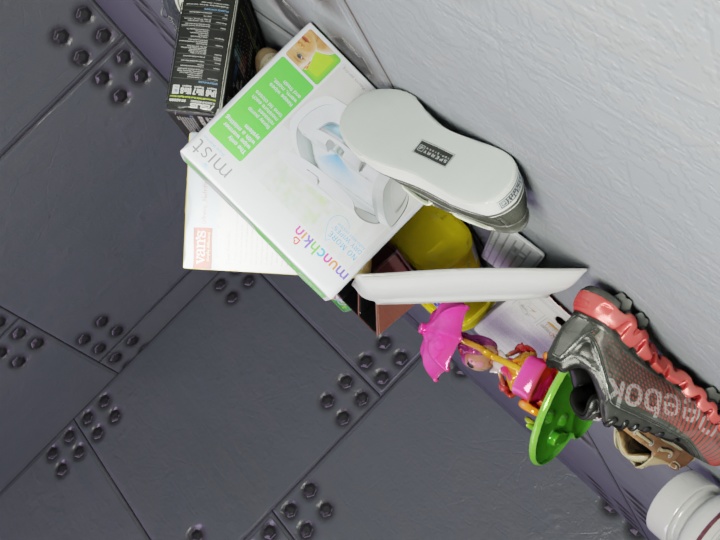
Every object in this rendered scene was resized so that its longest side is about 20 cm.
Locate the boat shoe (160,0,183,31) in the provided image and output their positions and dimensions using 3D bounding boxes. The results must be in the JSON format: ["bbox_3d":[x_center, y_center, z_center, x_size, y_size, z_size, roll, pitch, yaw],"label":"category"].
[{"bbox_3d":[-0.197,-0.314,1.012,0.062,0.075,0.200,49,172,6],"label":"boat shoe"}]

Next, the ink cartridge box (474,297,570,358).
[{"bbox_3d":[0.234,0.083,1.002,0.161,0.050,0.200,42,157,5],"label":"ink cartridge box"}]

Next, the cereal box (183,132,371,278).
[{"bbox_3d":[-0.084,-0.068,0.902,0.200,0.144,0.040,4,-176,-4],"label":"cereal box"}]

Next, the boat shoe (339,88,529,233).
[{"bbox_3d":[0.057,-0.088,0.712,0.200,0.071,0.064,40,173,39],"label":"boat shoe"}]

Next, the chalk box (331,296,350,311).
[{"bbox_3d":[0.002,-0.030,1.232,0.200,0.124,0.124,47,-144,-31],"label":"chalk box"}]

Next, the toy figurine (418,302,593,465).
[{"bbox_3d":[0.154,0.096,0.907,0.184,0.150,0.200,28,-178,31],"label":"toy figurine"}]

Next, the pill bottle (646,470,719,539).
[{"bbox_3d":[0.422,0.317,0.934,0.200,0.110,0.110,41,175,48],"label":"pill bottle"}]

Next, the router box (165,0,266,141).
[{"bbox_3d":[-0.156,-0.217,0.960,0.062,0.150,0.200,6,172,3],"label":"router box"}]

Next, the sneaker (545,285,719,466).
[{"bbox_3d":[0.238,0.109,0.729,0.200,0.098,0.071,44,175,-8],"label":"sneaker"}]

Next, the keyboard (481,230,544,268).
[{"bbox_3d":[0.158,-0.016,0.895,0.056,0.011,0.200,44,177,9],"label":"keyboard"}]

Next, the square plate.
[{"bbox_3d":[0.092,0.016,0.809,0.200,0.198,0.028,118,151,-87],"label":"square plate"}]

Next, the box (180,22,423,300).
[{"bbox_3d":[-0.043,-0.102,0.837,0.200,0.176,0.097,46,175,-5],"label":"box"}]

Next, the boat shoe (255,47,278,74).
[{"bbox_3d":[-0.068,-0.191,1.032,0.065,0.071,0.200,50,172,34],"label":"boat shoe"}]

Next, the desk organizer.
[{"bbox_3d":[0.000,0.000,1.023,0.072,0.077,0.200,52,175,-24],"label":"desk organizer"}]

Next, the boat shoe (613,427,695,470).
[{"bbox_3d":[0.297,0.166,0.888,0.076,0.074,0.200,41,175,43],"label":"boat shoe"}]

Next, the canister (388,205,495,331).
[{"bbox_3d":[0.089,-0.018,1.056,0.149,0.087,0.200,45,175,26],"label":"canister"}]
